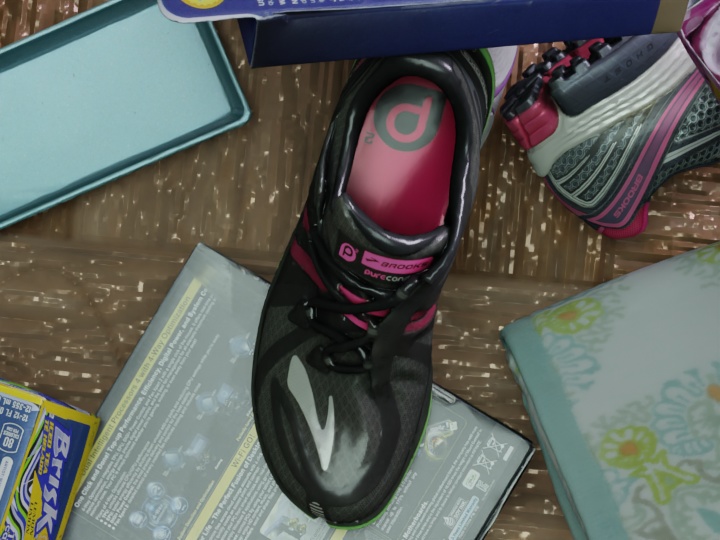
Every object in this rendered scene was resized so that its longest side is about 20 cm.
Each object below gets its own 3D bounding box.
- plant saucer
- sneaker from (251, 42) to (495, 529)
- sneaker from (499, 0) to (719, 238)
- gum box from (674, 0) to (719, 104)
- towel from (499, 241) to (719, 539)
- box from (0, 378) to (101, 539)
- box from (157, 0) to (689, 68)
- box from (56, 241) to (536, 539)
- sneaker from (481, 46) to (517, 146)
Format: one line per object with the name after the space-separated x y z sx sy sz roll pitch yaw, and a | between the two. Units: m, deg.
-0.147 -0.053 1.207 0.199 0.019 0.070 -23 84 0 | plant saucer
0.000 0.000 1.109 0.076 0.084 0.201 11 97 5 | sneaker
0.154 -0.094 1.170 0.200 0.081 0.075 -34 103 6 | sneaker
0.196 -0.020 1.051 0.066 0.200 0.114 -34 129 6 | gum box
0.155 0.058 1.114 0.170 0.200 0.048 -19 129 -1 | towel
-0.209 0.057 1.155 0.199 0.064 0.070 17 85 19 | box
0.012 -0.134 1.092 0.199 0.032 0.122 -5 52 -14 | box
-0.047 0.115 1.172 0.161 0.049 0.201 30 87 4 | box
0.008 -0.132 1.189 0.099 0.075 0.201 -9 84 21 | sneaker
